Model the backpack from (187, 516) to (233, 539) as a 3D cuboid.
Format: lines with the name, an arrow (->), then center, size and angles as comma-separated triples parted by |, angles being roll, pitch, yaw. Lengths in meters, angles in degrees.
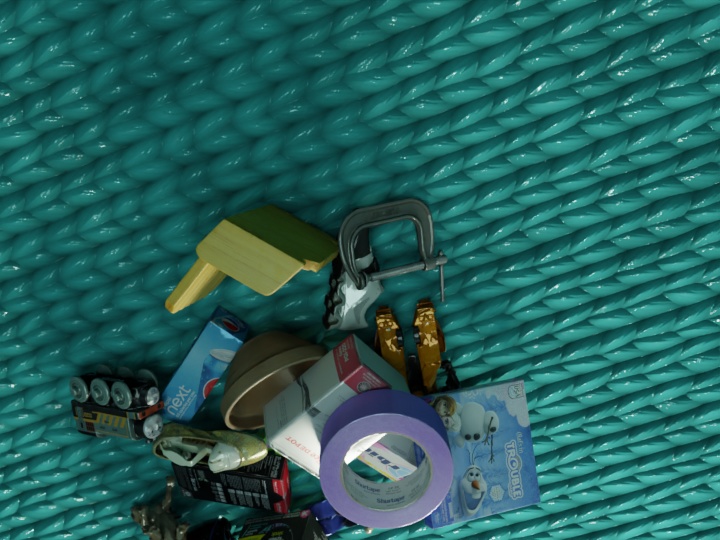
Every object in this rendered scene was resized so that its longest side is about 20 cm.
backpack -> -0.272, 0.585, 1.352 | 0.132, 0.201, 0.185 | -23, 109, 10

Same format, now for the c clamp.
c clamp -> 0.054, -0.022, 1.160 | 0.196, 0.027, 0.175 | -7, 103, -28

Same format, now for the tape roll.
tape roll -> 0.037, 0.280, 1.116 | 0.195, 0.066, 0.204 | -1, 112, -1

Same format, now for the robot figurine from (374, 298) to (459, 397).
robot figurine -> 0.088, 0.153, 1.248 | 0.142, 0.058, 0.204 | -8, 112, 4

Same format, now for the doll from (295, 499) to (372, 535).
doll -> -0.016, 0.435, 1.366 | 0.197, 0.049, 0.138 | -26, 114, 14

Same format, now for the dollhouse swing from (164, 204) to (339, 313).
dollhouse swing -> -0.157, 0.011, 1.114 | 0.179, 0.200, 0.178 | 28, 104, 5

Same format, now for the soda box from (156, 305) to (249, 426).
soda box -> -0.267, 0.164, 1.265 | 0.067, 0.064, 0.201 | 33, 109, -10

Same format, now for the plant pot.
plant pot -> -0.144, 0.165, 1.225 | 0.200, 0.200, 0.094 | -40, 62, 15

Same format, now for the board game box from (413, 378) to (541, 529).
board game box -> 0.185, 0.293, 1.221 | 0.195, 0.043, 0.205 | -8, 88, -17

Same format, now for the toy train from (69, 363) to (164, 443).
toy train -> -0.406, 0.224, 1.257 | 0.197, 0.085, 0.117 | 1, 105, 31

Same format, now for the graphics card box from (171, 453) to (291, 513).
graphics card box -> -0.221, 0.360, 1.311 | 0.195, 0.052, 0.127 | 6, 138, 6

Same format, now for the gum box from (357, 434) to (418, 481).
gum box -> 0.088, 0.319, 1.279 | 0.198, 0.067, 0.113 | 34, 148, -10

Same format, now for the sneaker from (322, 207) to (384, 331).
sneaker -> 0.000, 0.000, 1.198 | 0.087, 0.074, 0.204 | 6, 111, -19

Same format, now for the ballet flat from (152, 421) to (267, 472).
ballet flat -> -0.251, 0.297, 1.234 | 0.196, 0.071, 0.072 | 7, 112, 13

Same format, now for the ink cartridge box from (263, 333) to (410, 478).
ink cartridge box -> -0.035, 0.217, 1.178 | 0.199, 0.085, 0.145 | -40, 124, 12

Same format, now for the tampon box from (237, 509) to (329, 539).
tampon box -> -0.145, 0.540, 1.291 | 0.147, 0.201, 0.128 | -16, 118, 23

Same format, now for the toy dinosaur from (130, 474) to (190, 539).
toy dinosaur -> -0.345, 0.467, 1.337 | 0.084, 0.200, 0.138 | -16, 131, -25

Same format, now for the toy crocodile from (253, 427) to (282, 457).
toy crocodile -> -0.099, 0.271, 1.298 | 0.196, 0.068, 0.063 | -14, 110, 5
